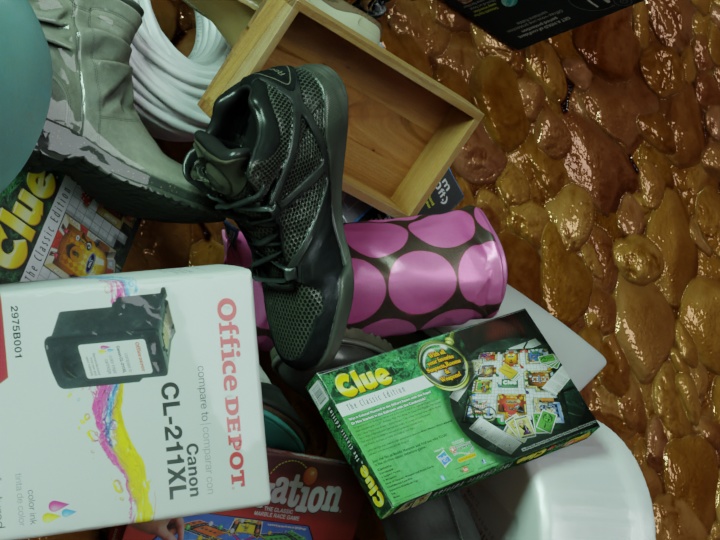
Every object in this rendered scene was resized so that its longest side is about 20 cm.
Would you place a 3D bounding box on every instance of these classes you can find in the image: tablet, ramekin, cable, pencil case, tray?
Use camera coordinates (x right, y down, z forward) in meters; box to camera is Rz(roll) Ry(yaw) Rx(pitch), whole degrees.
[{"bbox_3d":[0.121,0.054,1.373,0.130,0.014,0.200,37,20,11],"label":"tablet"},{"bbox_3d":[0.112,0.200,1.292,0.097,0.200,0.202,10,71,-34],"label":"ramekin"},{"bbox_3d":[-0.131,-0.186,1.248,0.200,0.069,0.201,-35,104,-46],"label":"cable"},{"bbox_3d":[0.000,0.000,1.251,0.198,0.091,0.094,-4,37,-12],"label":"pencil case"},{"bbox_3d":[-0.011,-0.113,1.232,0.199,0.037,0.099,26,103,-42],"label":"tray"}]

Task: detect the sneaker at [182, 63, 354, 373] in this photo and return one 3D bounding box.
[{"bbox_3d":[-0.062,-0.030,1.131,0.114,0.076,0.201,-9,103,-46],"label":"sneaker"}]

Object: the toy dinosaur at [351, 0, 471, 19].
[{"bbox_3d":[0.012,-0.234,1.358,0.200,0.135,0.103,36,54,-32],"label":"toy dinosaur"}]

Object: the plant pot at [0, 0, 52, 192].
[{"bbox_3d":[-0.274,-0.116,0.999,0.161,0.199,0.202,24,61,-48],"label":"plant pot"}]

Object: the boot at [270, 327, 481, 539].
[{"bbox_3d":[0.021,0.150,1.207,0.181,0.072,0.201,23,47,-38],"label":"boot"}]

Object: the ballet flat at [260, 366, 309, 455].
[{"bbox_3d":[-0.102,0.078,1.187,0.200,0.068,0.069,27,50,-50],"label":"ballet flat"}]

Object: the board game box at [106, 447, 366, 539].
[{"bbox_3d":[-0.080,0.170,1.197,0.199,0.019,0.104,15,93,-42],"label":"board game box"}]

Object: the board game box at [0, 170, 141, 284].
[{"bbox_3d":[-0.202,-0.019,1.148,0.105,0.023,0.201,37,54,-30],"label":"board game box"}]

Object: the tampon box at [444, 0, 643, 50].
[{"bbox_3d":[0.128,-0.301,1.484,0.199,0.149,0.127,26,61,-38],"label":"tampon box"}]

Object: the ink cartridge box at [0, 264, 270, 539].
[{"bbox_3d":[-0.161,0.077,1.054,0.198,0.083,0.147,-6,93,-18],"label":"ink cartridge box"}]

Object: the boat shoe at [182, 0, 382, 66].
[{"bbox_3d":[-0.063,-0.167,1.217,0.199,0.071,0.077,20,80,-40],"label":"boat shoe"}]

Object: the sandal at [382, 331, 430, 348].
[{"bbox_3d":[0.059,0.068,1.371,0.200,0.057,0.080,3,76,-45],"label":"sandal"}]

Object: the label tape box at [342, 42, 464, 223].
[{"bbox_3d":[0.011,-0.095,1.367,0.200,0.063,0.145,-44,110,-43],"label":"label tape box"}]

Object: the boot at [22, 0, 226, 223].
[{"bbox_3d":[-0.156,-0.114,1.136,0.199,0.067,0.132,23,71,-35],"label":"boot"}]

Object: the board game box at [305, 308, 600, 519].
[{"bbox_3d":[0.066,0.094,1.202,0.199,0.023,0.105,-14,67,-39],"label":"board game box"}]
